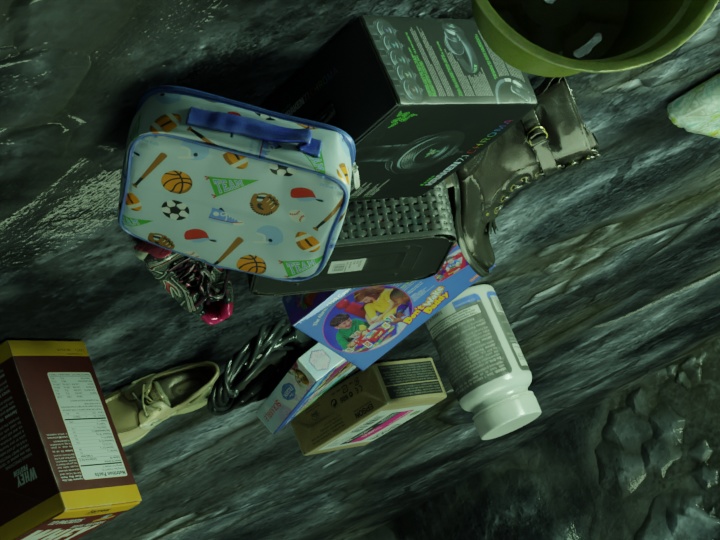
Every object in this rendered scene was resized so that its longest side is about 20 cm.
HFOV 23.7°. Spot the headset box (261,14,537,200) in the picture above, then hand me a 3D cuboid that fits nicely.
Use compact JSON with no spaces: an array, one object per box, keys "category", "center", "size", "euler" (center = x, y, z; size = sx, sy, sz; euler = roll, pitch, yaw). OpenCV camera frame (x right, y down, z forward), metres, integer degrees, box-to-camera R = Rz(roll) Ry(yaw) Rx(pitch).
[{"category":"headset box","center":[0.024,-0.142,1.530],"size":[0.199,0.093,0.174],"euler":[-5,156,-46]}]

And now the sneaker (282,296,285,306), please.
[{"category":"sneaker","center":[0.000,0.000,1.965],"size":[0.199,0.076,0.078],"euler":[-25,-161,-23]}]

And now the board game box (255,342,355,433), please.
[{"category":"board game box","center":[-0.031,0.114,2.270],"size":[0.199,0.041,0.200],"euler":[-38,173,-30]}]

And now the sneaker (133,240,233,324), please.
[{"category":"sneaker","center":[-0.169,-0.001,1.756],"size":[0.080,0.075,0.200],"euler":[-25,164,6]}]

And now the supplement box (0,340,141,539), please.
[{"category":"supplement box","center":[-0.385,0.210,1.911],"size":[0.197,0.201,0.133],"euler":[-31,163,25]}]

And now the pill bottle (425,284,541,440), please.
[{"category":"pill bottle","center":[0.177,0.132,2.454],"size":[0.113,0.201,0.114],"euler":[-21,164,-6]}]

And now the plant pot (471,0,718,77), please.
[{"category":"plant pot","center":[0.160,-0.230,1.302],"size":[0.199,0.201,0.184],"euler":[-22,176,-5]}]

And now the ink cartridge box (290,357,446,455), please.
[{"category":"ink cartridge box","center":[0.012,0.217,2.738],"size":[0.200,0.075,0.164],"euler":[-35,160,34]}]

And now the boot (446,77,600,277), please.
[{"category":"boot","center":[0.168,-0.098,1.787],"size":[0.173,0.069,0.201],"euler":[-20,125,0]}]

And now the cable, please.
[{"category":"cable","center":[-0.136,0.126,2.220],"size":[0.163,0.051,0.200],"euler":[-43,167,23]}]

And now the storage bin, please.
[{"category":"storage bin","center":[-0.016,-0.045,1.715],"size":[0.199,0.094,0.135],"euler":[-7,162,-11]}]

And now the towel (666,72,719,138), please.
[{"category":"towel","center":[0.473,-0.212,2.027],"size":[0.171,0.048,0.200],"euler":[-33,162,28]}]

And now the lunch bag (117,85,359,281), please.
[{"category":"lunch bag","center":[-0.100,-0.075,1.436],"size":[0.199,0.076,0.161],"euler":[12,139,-6]}]

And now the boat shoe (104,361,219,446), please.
[{"category":"boat shoe","center":[-0.269,0.165,2.182],"size":[0.199,0.072,0.065],"euler":[-21,160,-31]}]

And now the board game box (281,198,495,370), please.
[{"category":"board game box","center":[0.032,0.013,1.904],"size":[0.200,0.045,0.134],"euler":[-39,137,16]}]
